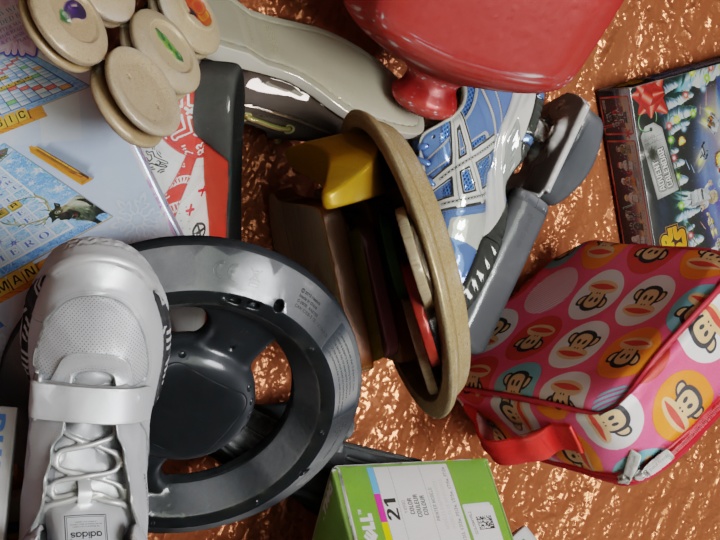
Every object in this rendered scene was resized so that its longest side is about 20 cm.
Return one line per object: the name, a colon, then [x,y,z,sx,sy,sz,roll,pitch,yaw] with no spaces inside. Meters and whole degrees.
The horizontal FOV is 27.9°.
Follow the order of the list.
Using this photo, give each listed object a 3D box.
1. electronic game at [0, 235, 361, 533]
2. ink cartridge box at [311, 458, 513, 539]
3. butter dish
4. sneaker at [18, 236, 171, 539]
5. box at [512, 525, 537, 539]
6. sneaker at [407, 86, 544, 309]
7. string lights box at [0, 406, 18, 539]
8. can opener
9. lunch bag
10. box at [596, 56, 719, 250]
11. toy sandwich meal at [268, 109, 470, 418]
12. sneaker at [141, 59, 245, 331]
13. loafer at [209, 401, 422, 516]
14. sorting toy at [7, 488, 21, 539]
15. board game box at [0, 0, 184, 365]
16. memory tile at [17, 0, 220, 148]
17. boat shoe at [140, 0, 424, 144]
electronic game: [-0.097,0.067,0.792,0.199,0.042,0.201,-6,125,-9]
ink cartridge box: [-0.022,0.191,0.877,0.199,0.076,0.148,0,134,-16]
butter dish: [0.061,-0.164,0.883,0.199,0.200,0.149,16,107,-16]
sneaker: [-0.129,0.090,0.703,0.075,0.115,0.201,2,123,-15]
box: [0.120,0.296,0.978,0.144,0.036,0.200,-34,77,-25]
sneaker: [0.055,-0.053,0.956,0.077,0.076,0.201,24,71,-24]
string lights box: [-0.274,0.116,0.710,0.199,0.059,0.103,5,63,-12]
can opener: [0.115,-0.029,0.999,0.067,0.053,0.201,31,78,-29]
lunch bag: [0.149,0.063,0.940,0.176,0.200,0.082,-43,112,-19]
box: [0.256,-0.053,1.092,0.136,0.040,0.201,-18,103,-29]
toy sandwich meal: [0.000,0.000,0.849,0.070,0.205,0.206,-16,102,-11]
sneaker: [-0.126,-0.032,0.849,0.107,0.067,0.202,7,120,3]
loafer: [-0.036,0.108,0.906,0.200,0.068,0.071,35,78,-36]
sorting toy: [-0.240,0.236,0.788,0.199,0.069,0.200,-6,96,-31]
board game box: [-0.217,-0.048,0.758,0.199,0.041,0.200,-25,108,-4]
memory tile: [-0.147,-0.165,0.723,0.200,0.017,0.154,51,29,-20]
boat shoe: [-0.051,-0.113,0.887,0.199,0.060,0.072,17,42,-34]
